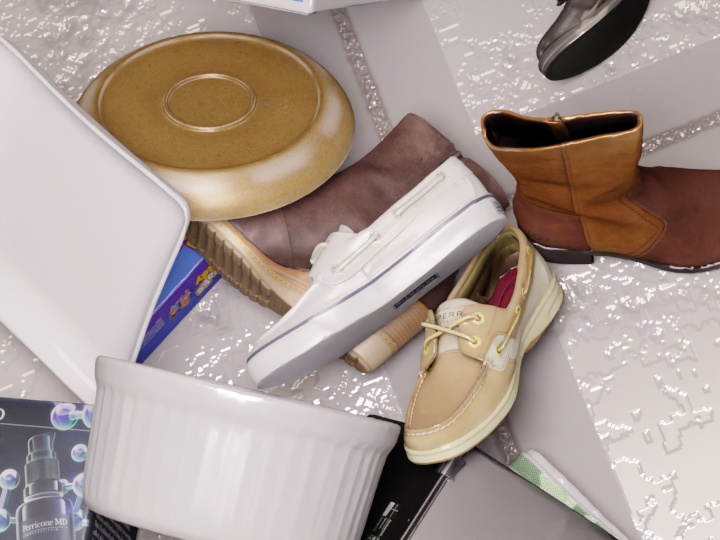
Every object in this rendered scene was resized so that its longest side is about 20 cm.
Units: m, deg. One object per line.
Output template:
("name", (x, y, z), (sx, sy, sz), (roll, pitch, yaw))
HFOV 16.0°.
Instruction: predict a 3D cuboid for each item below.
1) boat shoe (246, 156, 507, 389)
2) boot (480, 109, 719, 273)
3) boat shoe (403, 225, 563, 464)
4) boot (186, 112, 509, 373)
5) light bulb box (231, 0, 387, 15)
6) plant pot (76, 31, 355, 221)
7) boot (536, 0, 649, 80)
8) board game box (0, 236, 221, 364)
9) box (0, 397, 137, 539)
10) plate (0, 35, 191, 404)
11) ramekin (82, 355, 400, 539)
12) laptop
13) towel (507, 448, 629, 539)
("boat shoe", (0.000, 0.000, 1.685), (0.200, 0.072, 0.066), (-37, 76, 3))
("boot", (0.184, -0.067, 1.675), (0.187, 0.200, 0.069), (4, 69, 12))
("boat shoe", (0.070, 0.046, 1.680), (0.074, 0.067, 0.200), (-10, 31, 31))
("boot", (-0.016, -0.045, 1.761), (0.200, 0.072, 0.167), (38, 72, -2))
("light bulb box", (-0.035, -0.288, 1.762), (0.124, 0.198, 0.201), (13, 105, 22))
("plant pot", (-0.103, -0.107, 1.754), (0.199, 0.028, 0.201), (0, 41, 0))
("boot", (0.141, -0.250, 1.821), (0.174, 0.069, 0.200), (37, 80, 19))
("board game box", (-0.155, -0.036, 1.812), (0.134, 0.045, 0.200), (39, 81, 21))
("box", (-0.237, 0.194, 1.705), (0.147, 0.107, 0.201), (3, 69, 12))
("plate", (-0.198, -0.031, 1.717), (0.200, 0.200, 0.032), (42, 41, 22))
("ramekin", (-0.081, 0.122, 1.625), (0.199, 0.200, 0.098), (13, 87, 15))
("laptop", (0.041, 0.213, 1.668), (0.188, 0.116, 0.200), (-56, 28, -14))
("towel", (0.092, 0.233, 1.675), (0.200, 0.031, 0.149), (-45, 66, -5))
